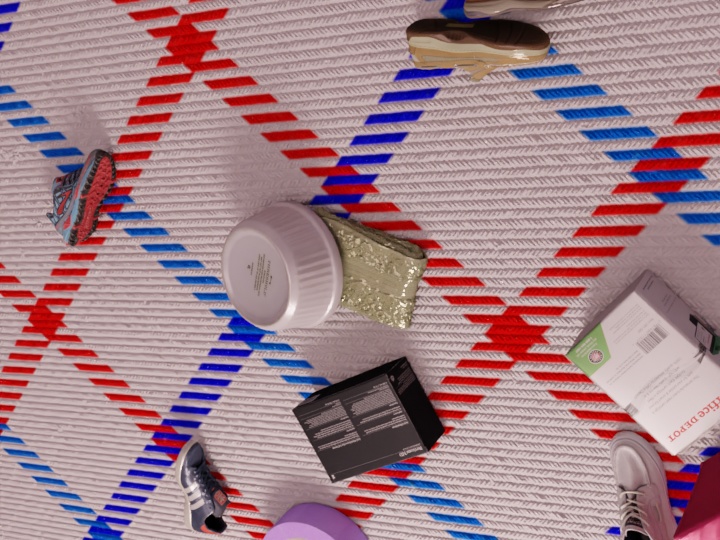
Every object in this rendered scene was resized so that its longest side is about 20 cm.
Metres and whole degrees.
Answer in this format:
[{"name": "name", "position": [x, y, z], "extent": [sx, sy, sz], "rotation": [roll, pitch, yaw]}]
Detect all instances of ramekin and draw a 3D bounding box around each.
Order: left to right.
[{"name": "ramekin", "position": [-0.129, 0.000, 1.592], "extent": [0.202, 0.094, 0.203], "rotation": [16, 114, 40]}]

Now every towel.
[{"name": "towel", "position": [0.000, 0.000, 1.585], "extent": [0.200, 0.036, 0.149], "rotation": [23, 120, 19]}]

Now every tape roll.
[{"name": "tape roll", "position": [-0.075, 0.511, 1.823], "extent": [0.200, 0.066, 0.201], "rotation": [10, 114, 24]}]

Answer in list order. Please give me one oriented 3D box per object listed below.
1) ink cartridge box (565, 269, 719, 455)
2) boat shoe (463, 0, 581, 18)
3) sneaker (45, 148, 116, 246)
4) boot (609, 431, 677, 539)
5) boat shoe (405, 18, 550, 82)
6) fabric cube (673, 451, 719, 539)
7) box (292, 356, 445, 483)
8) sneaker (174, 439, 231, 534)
[{"name": "ink cartridge box", "position": [0.401, 0.124, 1.387], "extent": [0.200, 0.084, 0.146], "rotation": [44, 124, 6]}, {"name": "boat shoe", "position": [0.217, -0.362, 1.294], "extent": [0.199, 0.076, 0.072], "rotation": [-1, 108, 27]}, {"name": "sneaker", "position": [-0.488, -0.136, 1.771], "extent": [0.095, 0.079, 0.200], "rotation": [40, 123, 11]}, {"name": "boot", "position": [0.397, 0.335, 1.471], "extent": [0.073, 0.096, 0.200], "rotation": [-18, 101, 33]}, {"name": "boat shoe", "position": [0.157, -0.286, 1.370], "extent": [0.200, 0.072, 0.076], "rotation": [14, 131, 31]}, {"name": "fabric cube", "position": [0.554, 0.316, 1.319], "extent": [0.200, 0.196, 0.199], "rotation": [48, 126, 2]}, {"name": "box", "position": [0.012, 0.239, 1.653], "extent": [0.200, 0.079, 0.141], "rotation": [-24, 94, 33]}, {"name": "sneaker", "position": [-0.278, 0.396, 1.883], "extent": [0.084, 0.075, 0.200], "rotation": [13, 126, 25]}]
